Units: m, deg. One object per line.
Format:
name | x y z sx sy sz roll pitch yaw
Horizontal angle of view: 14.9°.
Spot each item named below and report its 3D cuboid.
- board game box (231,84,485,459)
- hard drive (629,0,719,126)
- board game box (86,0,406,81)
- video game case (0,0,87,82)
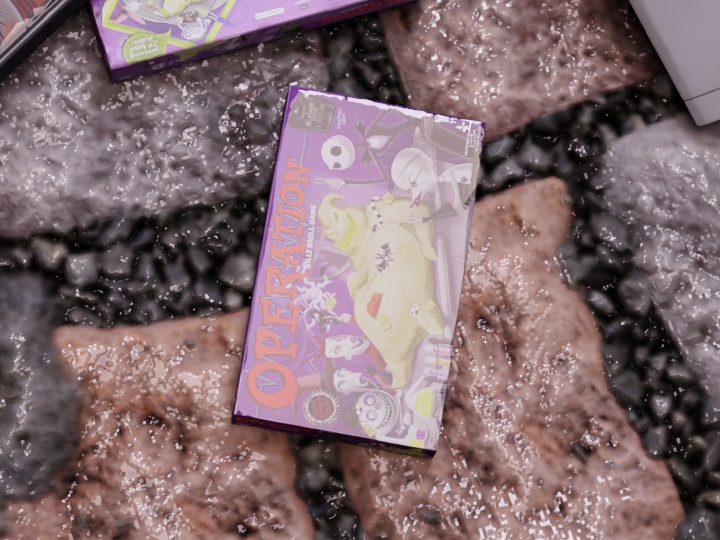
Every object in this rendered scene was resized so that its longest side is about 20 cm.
board game box | 0.000 0.000 1.582 0.120 0.032 0.200 9 74 -1
hard drive | 0.206 -0.191 1.581 0.200 0.132 0.027 60 36 -14
board game box | -0.068 -0.194 1.614 0.200 0.032 0.120 -16 74 -11
video game case | -0.253 -0.185 1.572 0.200 0.026 0.181 -44 80 -6
